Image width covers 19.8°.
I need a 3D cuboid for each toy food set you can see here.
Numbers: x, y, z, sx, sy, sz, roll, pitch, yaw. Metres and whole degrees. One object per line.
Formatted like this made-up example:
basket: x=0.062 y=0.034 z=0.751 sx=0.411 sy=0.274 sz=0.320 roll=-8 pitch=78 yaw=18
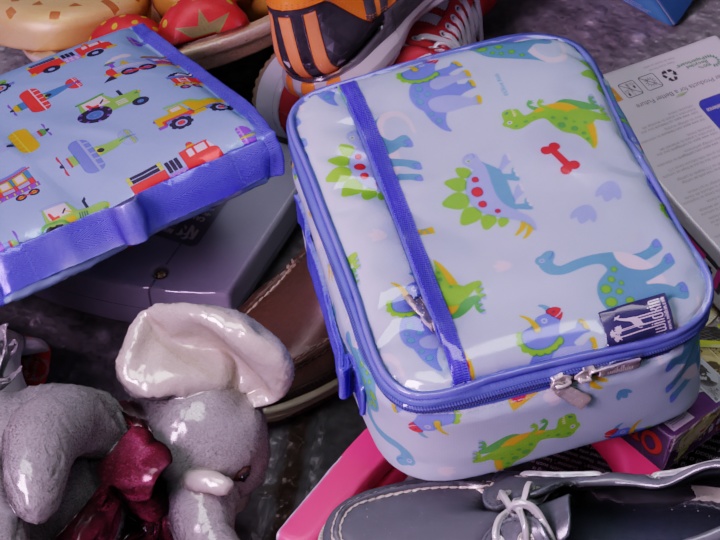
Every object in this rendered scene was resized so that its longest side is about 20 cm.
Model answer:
toy food set: x=-0.104 y=-0.163 z=1.184 sx=0.200 sy=0.049 sz=0.198 roll=12 pitch=36 yaw=44

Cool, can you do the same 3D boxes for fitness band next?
fitness band: x=0.049 y=0.125 z=0.921 sx=0.144 sy=0.037 sz=0.200 roll=29 pitch=59 yaw=25

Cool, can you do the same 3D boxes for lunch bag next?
lunch bag: x=-0.132 y=-0.045 z=0.988 sx=0.150 sy=0.094 sz=0.200 roll=-24 pitch=18 yaw=-15
lunch bag: x=0.056 y=-0.009 z=0.919 sx=0.161 sy=0.082 sz=0.200 roll=-13 pitch=51 yaw=-6

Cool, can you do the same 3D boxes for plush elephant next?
plush elephant: x=-0.104 y=0.100 z=0.913 sx=0.155 sy=0.165 sz=0.200 roll=-5 pitch=55 yaw=-9

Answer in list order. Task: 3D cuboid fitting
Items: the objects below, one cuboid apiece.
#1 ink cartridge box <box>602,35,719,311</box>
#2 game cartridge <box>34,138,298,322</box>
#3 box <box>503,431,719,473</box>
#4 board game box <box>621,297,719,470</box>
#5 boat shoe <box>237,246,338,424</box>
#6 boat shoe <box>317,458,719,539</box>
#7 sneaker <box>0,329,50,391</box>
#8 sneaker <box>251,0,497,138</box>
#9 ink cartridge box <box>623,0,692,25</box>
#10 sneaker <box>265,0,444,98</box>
ink cartridge box: x=0.191 y=-0.028 z=0.984 sx=0.095 sy=0.037 sz=0.200 roll=-20 pitch=54 yaw=-27
game cartridge: x=-0.135 y=-0.038 z=1.125 sx=0.200 sy=0.042 sz=0.133 roll=18 pitch=57 yaw=20
box: x=0.130 y=0.123 z=0.957 sx=0.143 sy=0.036 sz=0.200 roll=17 pitch=51 yaw=21
board game box: x=0.111 y=0.002 z=0.988 sx=0.120 sy=0.032 sz=0.200 roll=-31 pitch=57 yaw=-30
boat shoe: x=-0.004 y=-0.003 z=1.054 sx=0.202 sy=0.075 sz=0.075 roll=-38 pitch=56 yaw=-25
boat shoe: x=0.080 y=0.105 z=0.871 sx=0.200 sy=0.062 sz=0.073 roll=1 pitch=50 yaw=4
sneaker: x=-0.212 y=0.050 z=1.044 sx=0.093 sy=0.070 sz=0.200 roll=-18 pitch=46 yaw=-31
sneaker: x=0.046 y=-0.122 z=1.140 sx=0.112 sy=0.071 sz=0.200 roll=23 pitch=50 yaw=37
ink cartridge box: x=0.115 y=-0.237 z=1.157 sx=0.145 sy=0.200 sz=0.085 roll=34 pitch=91 yaw=30
sneaker: x=0.006 y=-0.188 z=1.088 sx=0.078 sy=0.112 sz=0.200 roll=2 pitch=41 yaw=24
